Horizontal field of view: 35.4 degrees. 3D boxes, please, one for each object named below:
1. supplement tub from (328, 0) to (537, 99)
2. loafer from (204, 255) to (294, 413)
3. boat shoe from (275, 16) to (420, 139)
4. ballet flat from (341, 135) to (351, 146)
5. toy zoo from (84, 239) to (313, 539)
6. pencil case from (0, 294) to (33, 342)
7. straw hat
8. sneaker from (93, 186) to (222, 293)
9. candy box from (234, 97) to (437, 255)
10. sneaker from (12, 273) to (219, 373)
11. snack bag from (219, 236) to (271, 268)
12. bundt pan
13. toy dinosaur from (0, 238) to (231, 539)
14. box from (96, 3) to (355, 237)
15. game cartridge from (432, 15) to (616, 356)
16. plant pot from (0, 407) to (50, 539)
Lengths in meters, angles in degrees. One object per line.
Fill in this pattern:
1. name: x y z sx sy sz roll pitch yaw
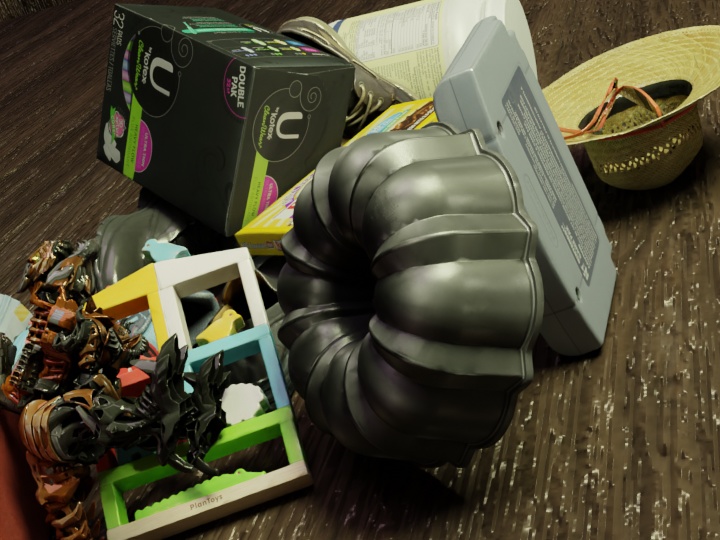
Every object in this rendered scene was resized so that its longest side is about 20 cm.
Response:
1. supplement tub: 0.066 -0.194 1.124 0.197 0.147 0.145 -8 26 22
2. loafer: -0.071 0.028 0.848 0.072 0.073 0.201 -15 24 10
3. boat shoe: -0.009 -0.155 1.041 0.075 0.199 0.073 -55 -9 22
4. ballet flat: -0.076 -0.119 1.099 0.198 0.068 0.073 15 65 48
5. toy zoo: -0.117 0.066 0.732 0.129 0.021 0.202 -19 59 -1
6. pencil case: -0.305 0.093 0.860 0.082 0.092 0.201 7 22 -4
7. straw hat: 0.226 -0.113 0.909 0.198 0.086 0.202 -22 23 9
8. sneaker: -0.171 -0.027 0.998 0.089 0.077 0.201 0 35 16
9. candy box: -0.005 -0.079 0.922 0.200 0.027 0.102 -42 21 -27
10. sneaker: -0.187 0.060 0.861 0.094 0.080 0.200 6 34 40
11. snack bag: -0.088 -0.042 1.071 0.197 0.022 0.189 -4 29 29
12. bundt pan: 0.012 0.014 0.647 0.075 0.206 0.201 1 12 -31
13. toy dinosaur: -0.153 0.083 0.670 0.133 0.204 0.102 -6 11 10
14. box: -0.123 -0.138 0.997 0.199 0.151 0.123 29 27 36
15. game cartridge: 0.109 -0.052 0.728 0.040 0.202 0.134 -20 20 24
16. plant pot: -0.294 0.128 0.674 0.196 0.203 0.176 -15 13 9
